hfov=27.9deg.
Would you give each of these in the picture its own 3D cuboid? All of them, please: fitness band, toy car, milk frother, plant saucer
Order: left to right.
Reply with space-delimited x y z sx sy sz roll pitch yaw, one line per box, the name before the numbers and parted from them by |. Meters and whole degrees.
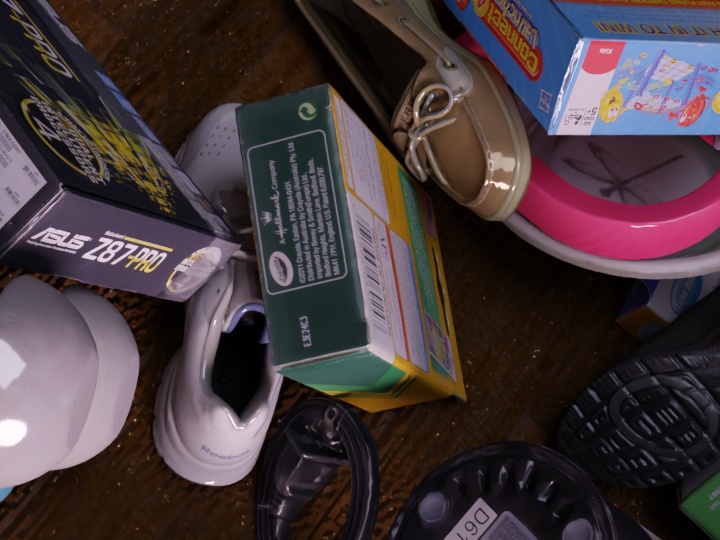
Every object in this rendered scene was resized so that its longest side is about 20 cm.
toy car | -0.195 0.064 0.598 0.174 0.200 0.151 14 88 3
milk frother | 0.066 0.154 0.727 0.188 0.180 0.201 39 20 -49
fitness band | 0.131 -0.084 0.827 0.143 0.038 0.200 -31 53 -21
plant saucer | 0.161 -0.059 0.858 0.198 0.050 0.201 -1 49 1

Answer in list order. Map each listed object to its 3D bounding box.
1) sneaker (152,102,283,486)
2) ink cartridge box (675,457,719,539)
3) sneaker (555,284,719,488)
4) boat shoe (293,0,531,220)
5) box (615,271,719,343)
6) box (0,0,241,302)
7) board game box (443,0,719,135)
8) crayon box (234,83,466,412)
sneaker | -0.059 0.004 0.736 0.074 0.087 0.202 6 69 -20
ink cartridge box | 0.299 0.137 0.826 0.200 0.146 0.084 43 19 -8
sneaker | 0.199 0.052 0.820 0.199 0.091 0.076 -34 94 13
boat shoe | 0.024 -0.104 0.795 0.063 0.073 0.201 -7 55 -32
box | 0.246 0.028 0.906 0.200 0.041 0.119 37 61 -8
box | -0.157 -0.078 0.652 0.049 0.161 0.200 -43 70 9
board game box | 0.151 -0.152 0.806 0.199 0.056 0.196 -2 40 -25
crayon box | 0.000 0.000 0.739 0.051 0.200 0.127 -13 74 14
